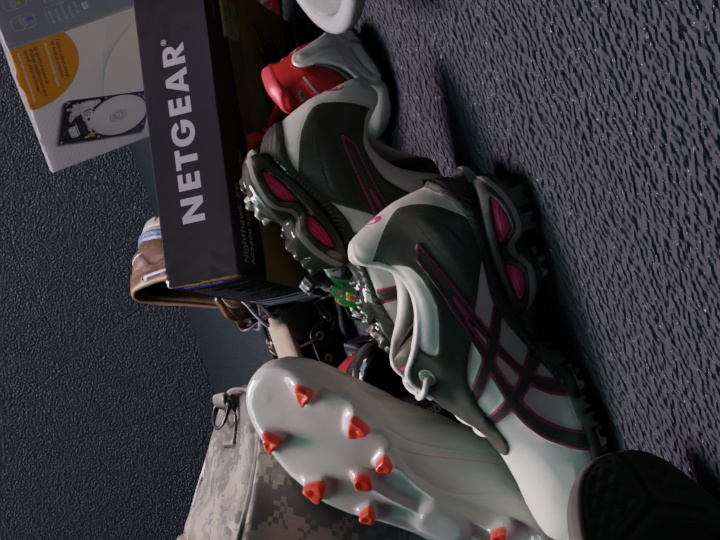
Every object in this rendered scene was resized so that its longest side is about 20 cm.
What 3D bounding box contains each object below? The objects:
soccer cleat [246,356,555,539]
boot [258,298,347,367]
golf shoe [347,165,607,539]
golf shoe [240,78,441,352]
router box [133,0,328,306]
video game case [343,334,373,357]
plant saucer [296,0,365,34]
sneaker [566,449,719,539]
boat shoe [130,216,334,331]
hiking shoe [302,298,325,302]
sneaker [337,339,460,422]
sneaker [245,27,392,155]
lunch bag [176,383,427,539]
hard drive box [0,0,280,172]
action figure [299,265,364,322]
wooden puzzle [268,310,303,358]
[{"bbox_3d":[0.029,0.103,0.734,0.199,0.070,0.078,31,-151,-6],"label":"soccer cleat"},{"bbox_3d":[-0.036,0.099,1.192,0.201,0.073,0.151,72,179,-48],"label":"boot"},{"bbox_3d":[0.060,0.052,0.680,0.202,0.087,0.077,69,167,-9],"label":"golf shoe"},{"bbox_3d":[0.026,-0.007,0.728,0.200,0.088,0.077,47,-177,-22],"label":"golf shoe"},{"bbox_3d":[-0.083,-0.083,0.912,0.157,0.052,0.202,14,-113,-70],"label":"router box"},{"bbox_3d":[0.047,0.151,1.081,0.181,0.025,0.202,179,69,-78],"label":"video game case"},{"bbox_3d":[-0.024,-0.218,0.668,0.200,0.050,0.202,159,90,-79],"label":"plant saucer"},{"bbox_3d":[0.139,0.174,0.556,0.200,0.076,0.115,57,158,27],"label":"sneaker"},{"bbox_3d":[-0.081,0.008,1.030,0.072,0.198,0.073,59,-140,-50],"label":"boat shoe"},{"bbox_3d":[-0.068,-0.048,1.083,0.201,0.086,0.075,82,169,-45],"label":"hiking shoe"},{"bbox_3d":[0.048,0.126,0.911,0.201,0.070,0.098,58,158,20],"label":"sneaker"},{"bbox_3d":[-0.031,-0.079,0.872,0.201,0.084,0.077,88,158,-59],"label":"sneaker"},{"bbox_3d":[-0.006,0.164,0.797,0.139,0.198,0.169,175,109,-68],"label":"lunch bag"},{"bbox_3d":[-0.163,-0.178,1.019,0.156,0.199,0.077,87,157,-61],"label":"hard drive box"},{"bbox_3d":[0.000,0.000,0.880,0.200,0.117,0.055,77,-149,-76],"label":"action figure"},{"bbox_3d":[-0.011,0.143,1.027,0.201,0.037,0.185,58,-177,-29],"label":"wooden puzzle"}]
